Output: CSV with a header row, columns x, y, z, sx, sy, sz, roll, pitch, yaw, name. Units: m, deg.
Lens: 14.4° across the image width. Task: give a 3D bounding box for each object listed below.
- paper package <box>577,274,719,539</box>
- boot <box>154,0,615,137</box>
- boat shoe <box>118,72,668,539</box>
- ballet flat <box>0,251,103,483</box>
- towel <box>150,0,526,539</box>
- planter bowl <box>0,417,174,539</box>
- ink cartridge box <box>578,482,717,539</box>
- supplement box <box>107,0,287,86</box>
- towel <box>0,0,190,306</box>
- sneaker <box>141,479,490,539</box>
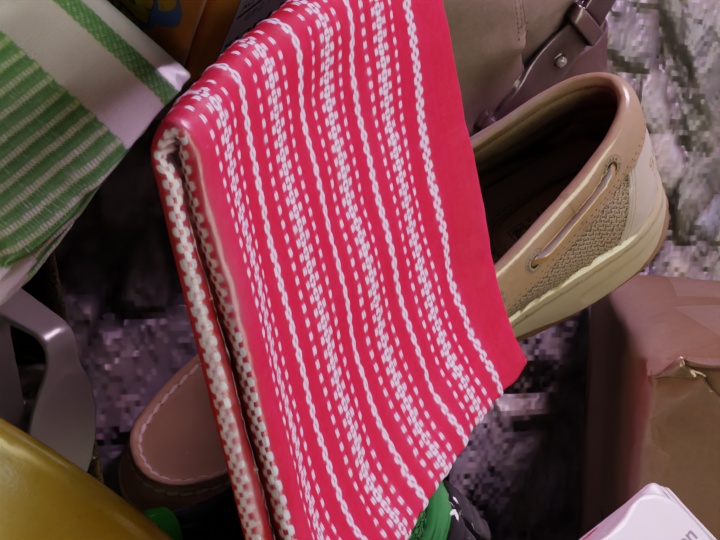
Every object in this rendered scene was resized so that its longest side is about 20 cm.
x,y,z,sx,sy,sz,roll,pitch,yaw,name
0.128,0.105,0.946,0.103,0.200,0.192,3,99,-1,paper package
0.007,-0.061,0.900,0.200,0.070,0.147,-38,134,-20,boot
0.005,0.007,0.873,0.200,0.071,0.065,-37,144,-14,boat shoe
-0.107,0.000,0.792,0.070,0.070,0.201,-23,113,-40,ballet flat
0.000,0.000,0.741,0.200,0.022,0.146,-51,130,-65,towel
-0.101,0.104,0.629,0.200,0.201,0.084,22,109,-45,planter bowl
0.025,0.164,0.791,0.084,0.200,0.145,46,52,3,ink cartridge box
0.000,-0.138,0.812,0.067,0.069,0.200,45,57,10,supplement box
-0.156,-0.025,0.724,0.152,0.023,0.200,43,70,-11,towel
-0.061,0.116,0.830,0.200,0.078,0.085,-45,117,2,sneaker
